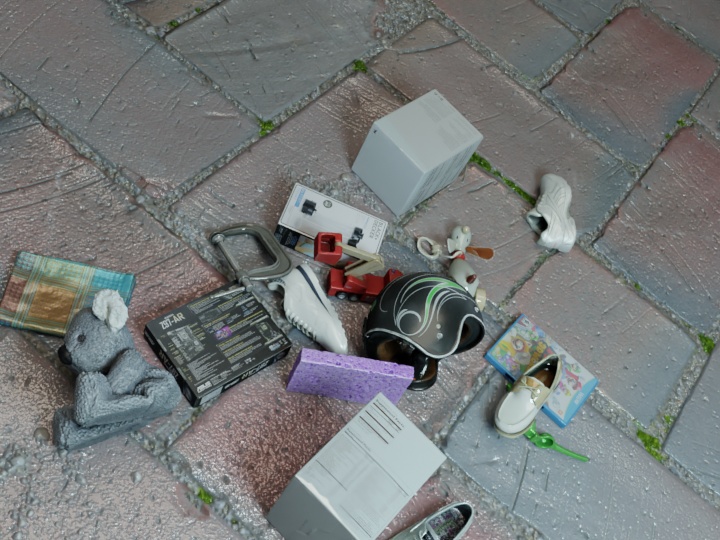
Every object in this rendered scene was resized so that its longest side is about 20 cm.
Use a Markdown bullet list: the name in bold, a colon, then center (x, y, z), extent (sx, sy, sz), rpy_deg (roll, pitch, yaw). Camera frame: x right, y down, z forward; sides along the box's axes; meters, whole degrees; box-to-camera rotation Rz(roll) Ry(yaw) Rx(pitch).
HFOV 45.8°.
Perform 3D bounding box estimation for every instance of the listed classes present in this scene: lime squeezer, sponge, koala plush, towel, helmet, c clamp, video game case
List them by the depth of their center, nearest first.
- **koala plush**: center (-0.386, 0.142, 1.302), extent (0.183, 0.177, 0.200), rpy_deg (-10, 67, -38)
- **towel**: center (-0.487, 0.046, 1.422), extent (0.199, 0.022, 0.147), rpy_deg (13, 53, -13)
- **sponge**: center (-0.018, 0.185, 1.455), extent (0.199, 0.112, 0.030), rpy_deg (12, 52, -13)
- **helmet**: center (0.116, 0.097, 1.524), extent (0.200, 0.200, 0.191), rpy_deg (35, 55, 4)
- **c clamp**: center (-0.214, -0.027, 1.543), extent (0.170, 0.027, 0.200), rpy_deg (-9, 39, -22)
- **lime squeezer**: center (0.330, 0.297, 1.573), extent (0.200, 0.038, 0.071), rpy_deg (43, 22, 12)
- **video game case**: center (0.353, 0.192, 1.657), extent (0.200, 0.018, 0.143), rpy_deg (43, 52, 10)

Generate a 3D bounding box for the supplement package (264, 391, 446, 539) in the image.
- **supplement package**: center (-0.010, 0.332, 1.306), extent (0.147, 0.191, 0.200), rpy_deg (43, 53, 10)

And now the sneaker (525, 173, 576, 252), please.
- **sneaker**: center (0.410, -0.136, 1.871), extent (0.099, 0.078, 0.200), rpy_deg (6, 54, -14)

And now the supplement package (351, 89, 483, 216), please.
- **supplement package**: center (0.117, -0.246, 1.781), extent (0.200, 0.151, 0.152), rpy_deg (-34, 75, -36)

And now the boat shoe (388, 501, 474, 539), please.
- **boat shoe**: center (0.104, 0.429, 1.360), extent (0.201, 0.072, 0.070), rpy_deg (-28, 70, -34)

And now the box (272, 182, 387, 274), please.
- **box**: center (-0.058, -0.076, 1.652), extent (0.200, 0.060, 0.117), rpy_deg (24, 52, -5)

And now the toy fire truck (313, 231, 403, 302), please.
- **toy fire truck**: center (0.000, 0.000, 1.570), extent (0.199, 0.141, 0.049), rpy_deg (10, 54, -15)

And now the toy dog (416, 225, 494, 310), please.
- **toy dog**: center (0.204, -0.016, 1.691), extent (0.132, 0.096, 0.200), rpy_deg (-4, 59, -24)

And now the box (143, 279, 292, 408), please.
- **box**: center (-0.242, 0.118, 1.455), extent (0.200, 0.044, 0.160), rpy_deg (-29, 71, -34)

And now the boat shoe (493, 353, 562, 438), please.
- **boat shoe**: center (0.305, 0.221, 1.552), extent (0.075, 0.069, 0.200), rpy_deg (27, 45, 22)

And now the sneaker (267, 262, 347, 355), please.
- **sneaker**: center (-0.091, 0.083, 1.532), extent (0.080, 0.076, 0.200), rpy_deg (-24, 64, -21)
